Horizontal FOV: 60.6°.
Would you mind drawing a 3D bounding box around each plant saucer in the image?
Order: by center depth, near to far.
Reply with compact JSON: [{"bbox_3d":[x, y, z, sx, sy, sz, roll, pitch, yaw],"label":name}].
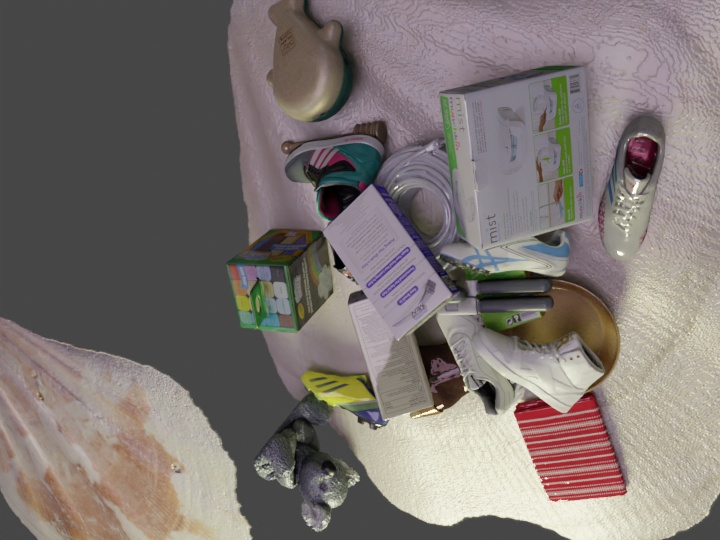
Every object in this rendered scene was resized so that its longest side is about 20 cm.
[{"bbox_3d":[0.309,0.103,0.978,0.194,0.035,0.206,10,116,22],"label":"plant saucer"}]

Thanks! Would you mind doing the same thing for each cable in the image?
[{"bbox_3d":[0.099,-0.092,0.957,0.195,0.069,0.207,-8,98,35],"label":"cable"}]

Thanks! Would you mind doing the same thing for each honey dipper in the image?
[{"bbox_3d":[-0.051,-0.213,1.010,0.194,0.038,0.039,-2,112,28],"label":"honey dipper"}]

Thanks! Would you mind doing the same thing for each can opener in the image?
[{"bbox_3d":[0.190,0.042,0.931,0.195,0.066,0.055,-4,97,29],"label":"can opener"}]

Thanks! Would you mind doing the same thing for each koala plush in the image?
[{"bbox_3d":[-0.101,0.396,1.237,0.199,0.178,0.185,41,135,2],"label":"koala plush"}]

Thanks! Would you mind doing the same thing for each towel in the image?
[{"bbox_3d":[0.358,0.305,1.054,0.141,0.023,0.205,-16,106,28],"label":"towel"}]

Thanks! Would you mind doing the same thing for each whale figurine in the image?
[{"bbox_3d":[-0.078,-0.329,0.951,0.157,0.102,0.206,-27,75,33],"label":"whale figurine"}]

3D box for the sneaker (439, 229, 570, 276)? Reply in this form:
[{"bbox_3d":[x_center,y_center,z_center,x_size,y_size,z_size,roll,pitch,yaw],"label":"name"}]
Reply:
[{"bbox_3d":[0.206,-0.031,0.884,0.193,0.072,0.075,1,95,-10],"label":"sneaker"}]

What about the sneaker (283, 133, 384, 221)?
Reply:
[{"bbox_3d":[-0.057,-0.138,0.982,0.196,0.124,0.083,-6,146,38],"label":"sneaker"}]

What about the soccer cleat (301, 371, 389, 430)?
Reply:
[{"bbox_3d":[-0.023,0.232,1.192,0.196,0.065,0.086,23,91,19],"label":"soccer cleat"}]

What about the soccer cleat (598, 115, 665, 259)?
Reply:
[{"bbox_3d":[0.362,-0.102,0.832,0.068,0.086,0.206,10,116,20],"label":"soccer cleat"}]

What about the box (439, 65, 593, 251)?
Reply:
[{"bbox_3d":[0.210,-0.153,0.826,0.171,0.097,0.206,-15,110,-10],"label":"box"}]

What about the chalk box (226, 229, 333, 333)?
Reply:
[{"bbox_3d":[-0.145,0.024,1.062,0.120,0.200,0.128,3,114,23],"label":"chalk box"}]

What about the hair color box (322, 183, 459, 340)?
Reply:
[{"bbox_3d":[0.045,-0.014,0.918,0.109,0.064,0.202,-39,77,18],"label":"hair color box"}]

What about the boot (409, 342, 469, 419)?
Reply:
[{"bbox_3d":[0.118,0.150,1.088,0.164,0.072,0.203,-31,94,19],"label":"boot"}]

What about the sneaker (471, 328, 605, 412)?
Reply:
[{"bbox_3d":[0.274,0.121,0.935,0.197,0.074,0.117,31,121,-10],"label":"sneaker"}]

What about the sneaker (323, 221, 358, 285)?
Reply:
[{"bbox_3d":[0.000,0.000,1.051,0.074,0.085,0.202,-31,97,32],"label":"sneaker"}]

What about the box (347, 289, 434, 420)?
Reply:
[{"bbox_3d":[0.050,0.129,1.012,0.092,0.078,0.206,-15,100,5],"label":"box"}]

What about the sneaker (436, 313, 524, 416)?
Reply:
[{"bbox_3d":[0.185,0.141,0.994,0.202,0.080,0.075,54,137,5],"label":"sneaker"}]

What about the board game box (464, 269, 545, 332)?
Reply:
[{"bbox_3d":[0.207,-0.012,0.958,0.094,0.030,0.205,-22,90,34],"label":"board game box"}]
